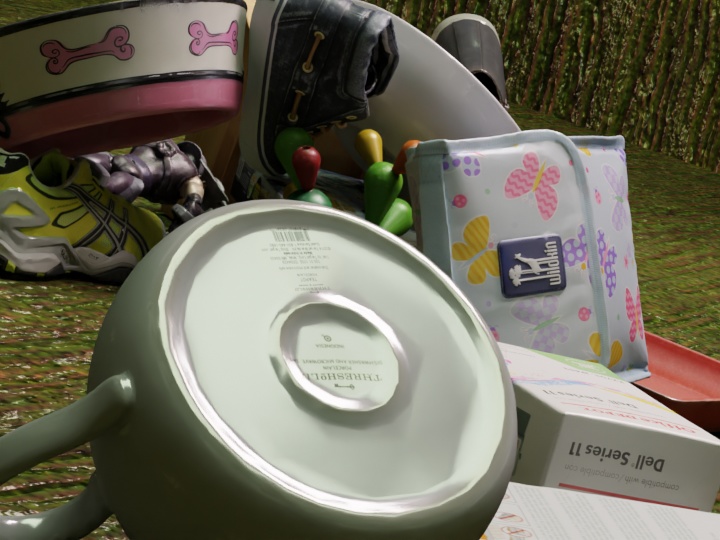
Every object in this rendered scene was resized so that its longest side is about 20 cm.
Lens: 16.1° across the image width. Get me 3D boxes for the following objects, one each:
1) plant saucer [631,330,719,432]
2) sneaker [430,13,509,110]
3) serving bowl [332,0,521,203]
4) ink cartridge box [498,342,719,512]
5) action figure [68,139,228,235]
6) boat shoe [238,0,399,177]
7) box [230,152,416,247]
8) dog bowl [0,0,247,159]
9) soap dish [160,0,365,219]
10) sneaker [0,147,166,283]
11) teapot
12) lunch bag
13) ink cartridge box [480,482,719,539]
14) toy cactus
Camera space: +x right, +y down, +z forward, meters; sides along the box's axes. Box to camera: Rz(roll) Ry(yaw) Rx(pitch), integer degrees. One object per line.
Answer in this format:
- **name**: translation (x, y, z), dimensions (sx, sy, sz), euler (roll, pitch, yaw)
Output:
- **plant saucer**: translation (0.184, 0.072, 1.811), dimensions (0.199, 0.037, 0.199), euler (24, 12, 33)
- **sneaker**: translation (0.080, -0.085, 1.956), dimensions (0.074, 0.201, 0.106), euler (-5, 28, 2)
- **serving bowl**: translation (0.034, -0.099, 1.818), dimensions (0.200, 0.066, 0.200), euler (40, -13, 11)
- **ink cartridge box**: translation (0.127, 0.102, 1.441), dimensions (0.116, 0.068, 0.200), euler (12, 10, -26)
- **action figure**: translation (-0.177, -0.067, 1.844), dimensions (0.130, 0.070, 0.199), euler (35, 25, 28)
- **boat shoe**: translation (-0.028, -0.117, 1.733), dimensions (0.090, 0.071, 0.201), euler (25, -31, 13)
- **box**: translation (-0.014, -0.038, 1.849), dimensions (0.136, 0.040, 0.200), euler (14, 10, -13)
- **dog bowl**: translation (-0.166, -0.125, 1.686), dimensions (0.198, 0.074, 0.200), euler (-10, -2, 0)
- **soap dish**: translation (-0.051, -0.103, 1.972), dimensions (0.156, 0.201, 0.081), euler (14, 28, -15)
- **sneaker**: translation (-0.186, -0.038, 1.683), dimensions (0.075, 0.077, 0.200), euler (19, 8, 25)
- **teapot**: translation (-0.041, 0.078, 1.087), dimensions (0.199, 0.146, 0.198), euler (35, 43, -1)
- **lunch bag**: translation (0.101, 0.000, 1.621), dimensions (0.126, 0.171, 0.200), euler (-7, -3, 30)
- **ink cartridge box**: translation (0.106, 0.150, 1.236), dimensions (0.198, 0.048, 0.160), euler (8, 11, -9)
- **toy cactus**: translation (0.000, 0.000, 1.679), dimensions (0.102, 0.201, 0.165), euler (-19, 17, 41)
